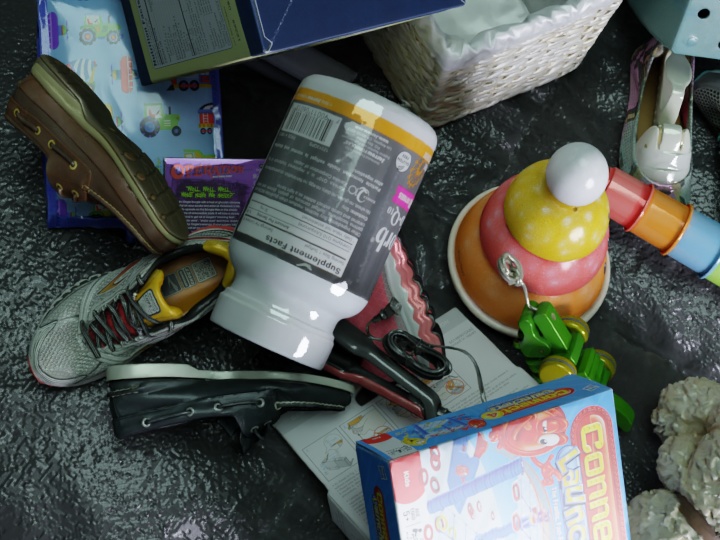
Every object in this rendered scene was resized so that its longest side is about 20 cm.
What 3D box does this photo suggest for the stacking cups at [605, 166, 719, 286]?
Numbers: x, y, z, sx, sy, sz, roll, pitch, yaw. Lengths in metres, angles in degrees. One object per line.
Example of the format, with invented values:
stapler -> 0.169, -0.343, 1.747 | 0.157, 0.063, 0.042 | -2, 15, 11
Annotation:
stacking cups -> 0.294, -0.027, 1.297 | 0.199, 0.061, 0.061 | 30, 65, -6

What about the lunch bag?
lunch bag -> -0.194, -0.124, 1.265 | 0.149, 0.094, 0.202 | -2, 78, -13

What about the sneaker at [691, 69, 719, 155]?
sneaker -> 0.357, -0.094, 1.349 | 0.091, 0.078, 0.201 | -32, 74, -16

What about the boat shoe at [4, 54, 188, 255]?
boat shoe -> -0.210, -0.081, 1.178 | 0.068, 0.072, 0.200 | -44, 70, 8

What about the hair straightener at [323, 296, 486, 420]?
hair straightener -> 0.017, 0.062, 1.168 | 0.199, 0.077, 0.041 | 31, 20, 18

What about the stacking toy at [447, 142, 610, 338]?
stacking toy -> 0.158, -0.040, 1.219 | 0.145, 0.200, 0.147 | 3, 67, -8

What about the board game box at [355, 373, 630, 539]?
board game box -> 0.107, 0.202, 1.119 | 0.194, 0.056, 0.202 | -15, 103, -24

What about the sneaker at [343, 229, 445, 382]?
sneaker -> 0.000, 0.000, 1.213 | 0.086, 0.074, 0.202 | -22, 92, 4

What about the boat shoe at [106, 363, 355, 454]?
boat shoe -> -0.102, 0.112, 1.181 | 0.198, 0.074, 0.067 | 5, 78, -17

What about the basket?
basket -> 0.097, -0.257, 1.324 | 0.199, 0.161, 0.199 | -24, 73, -19

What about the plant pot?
plant pot -> 0.318, -0.285, 1.349 | 0.140, 0.142, 0.201 | 6, 45, -7

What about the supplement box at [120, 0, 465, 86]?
supplement box -> -0.064, -0.241, 1.176 | 0.199, 0.199, 0.135 | -19, 100, -34

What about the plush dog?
plush dog -> 0.279, 0.199, 1.183 | 0.200, 0.160, 0.172 | 44, 94, 12

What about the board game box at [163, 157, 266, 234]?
board game box -> -0.066, -0.033, 1.248 | 0.198, 0.032, 0.121 | 1, 96, -10

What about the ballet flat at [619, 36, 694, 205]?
ballet flat -> 0.274, -0.134, 1.350 | 0.068, 0.071, 0.202 | 10, 66, -6

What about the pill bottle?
pill bottle -> -0.030, -0.035, 1.122 | 0.116, 0.116, 0.201 | 24, 89, 1

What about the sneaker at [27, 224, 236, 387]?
sneaker -> -0.177, 0.025, 1.178 | 0.199, 0.082, 0.078 | -33, 94, -1

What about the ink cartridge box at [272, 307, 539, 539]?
ink cartridge box -> 0.056, 0.140, 1.212 | 0.199, 0.045, 0.176 | -30, 50, -20

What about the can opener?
can opener -> -0.029, -0.154, 1.317 | 0.199, 0.053, 0.067 | 34, 66, 6

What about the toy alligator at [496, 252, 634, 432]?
toy alligator -> 0.154, 0.065, 1.227 | 0.200, 0.054, 0.059 | 49, 43, -22
